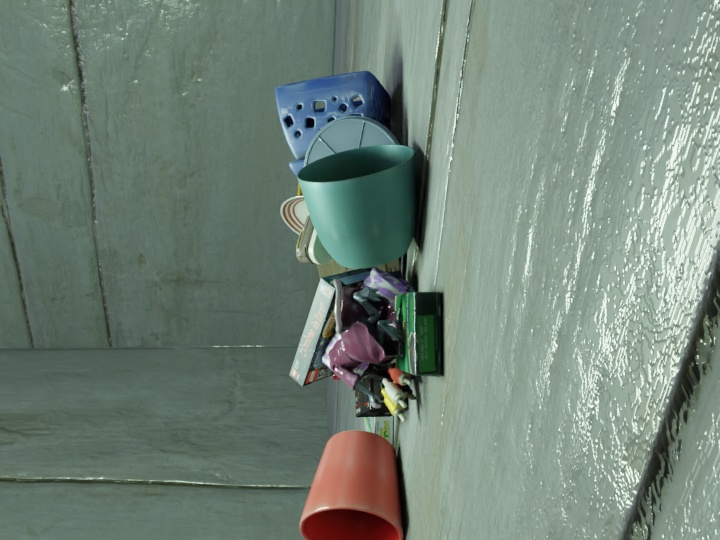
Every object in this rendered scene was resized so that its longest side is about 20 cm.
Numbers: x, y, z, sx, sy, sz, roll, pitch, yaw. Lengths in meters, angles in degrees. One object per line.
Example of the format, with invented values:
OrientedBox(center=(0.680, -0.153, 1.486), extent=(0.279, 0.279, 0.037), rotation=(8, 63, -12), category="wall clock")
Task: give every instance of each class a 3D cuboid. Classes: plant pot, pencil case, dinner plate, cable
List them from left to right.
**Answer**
OrientedBox(center=(-0.066, -0.101, 1.871), extent=(0.201, 0.196, 0.025), rotation=(101, -174, -63), category="dinner plate")
OrientedBox(center=(-0.042, -0.263, 1.803), extent=(0.200, 0.195, 0.184), rotation=(18, -115, -74), category="plant pot")
OrientedBox(center=(-0.009, 0.418, 1.751), extent=(0.203, 0.196, 0.180), rotation=(96, -179, -49), category="plant pot")
OrientedBox(center=(0.008, -0.101, 1.529), extent=(0.201, 0.196, 0.164), rotation=(-106, 3, -70), category="plant pot")
OrientedBox(center=(0.011, 0.092, 1.582), extent=(0.202, 0.083, 0.085), rotation=(-58, -23, 8), category="pencil case")
OrientedBox(center=(0.035, 0.175, 1.581), extent=(0.199, 0.049, 0.099), rotation=(29, 113, 51), category="cable")

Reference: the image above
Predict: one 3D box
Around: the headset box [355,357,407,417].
OrientedBox(center=(0.035, 0.167, 1.734), extent=(0.149, 0.075, 0.205), rotation=(130, 138, -73), category="headset box")

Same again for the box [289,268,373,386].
OrientedBox(center=(-0.043, 0.098, 1.629), extent=(0.135, 0.037, 0.203), rotation=(-15, -49, -51), category="box")

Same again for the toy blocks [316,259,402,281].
OrientedBox(center=(0.000, 0.000, 1.695), extent=(0.100, 0.195, 0.140), rotation=(-94, -9, -70), category="toy blocks")

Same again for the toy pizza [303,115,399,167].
OrientedBox(center=(-0.009, -0.180, 1.687), extent=(0.032, 0.196, 0.205), rotation=(-33, -54, -71), category="toy pizza")

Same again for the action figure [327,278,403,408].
OrientedBox(center=(-0.013, 0.126, 1.460), extent=(0.201, 0.146, 0.136), rotation=(129, 151, -47), category="action figure")

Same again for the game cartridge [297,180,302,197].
OrientedBox(center=(-0.057, -0.174, 1.970), extent=(0.199, 0.032, 0.180), rotation=(36, -134, -43), category="game cartridge")

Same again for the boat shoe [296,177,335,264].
OrientedBox(center=(-0.059, -0.104, 1.633), extent=(0.059, 0.071, 0.204), rotation=(0, 63, 45), category="boat shoe")

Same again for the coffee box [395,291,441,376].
OrientedBox(center=(0.086, 0.096, 1.409), extent=(0.200, 0.043, 0.126), rotation=(163, 106, -84), category="coffee box")

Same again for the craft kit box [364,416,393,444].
OrientedBox(center=(0.037, 0.326, 1.944), extent=(0.200, 0.047, 0.202), rotation=(-118, 31, -78), category="craft kit box")
